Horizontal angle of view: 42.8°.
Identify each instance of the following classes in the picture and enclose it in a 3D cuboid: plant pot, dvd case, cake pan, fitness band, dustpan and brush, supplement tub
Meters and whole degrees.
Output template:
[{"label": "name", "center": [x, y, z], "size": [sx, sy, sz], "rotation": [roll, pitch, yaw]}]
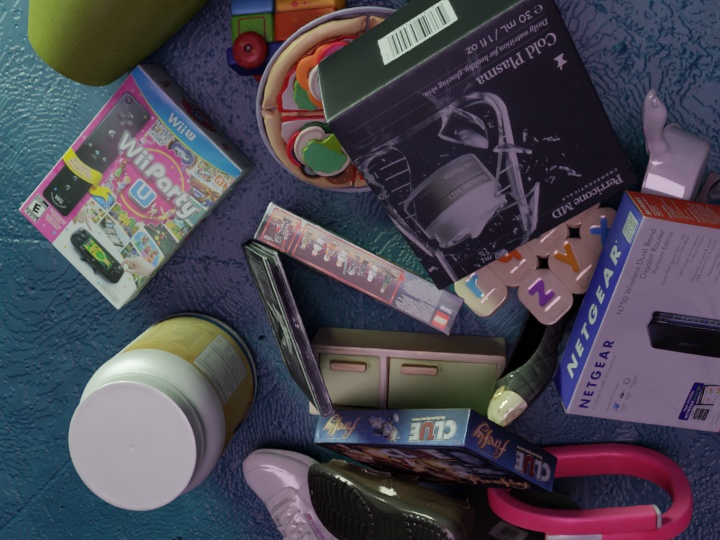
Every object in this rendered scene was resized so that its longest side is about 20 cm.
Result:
[{"label": "plant pot", "center": [-0.224, -0.276, 0.850], "size": [0.187, 0.187, 0.200], "rotation": [40, 119, -3]}, {"label": "dvd case", "center": [-0.073, 0.048, 0.883], "size": [0.016, 0.200, 0.151], "rotation": [-21, 100, -10]}, {"label": "cake pan", "center": [0.144, 0.274, 0.896], "size": [0.196, 0.201, 0.037], "rotation": [-4, 113, 8]}, {"label": "fitness band", "center": [0.223, 0.217, 0.902], "size": [0.196, 0.144, 0.038], "rotation": [-3, 109, 3]}, {"label": "dustpan and brush", "center": [0.265, -0.088, 0.796], "size": [0.056, 0.201, 0.141], "rotation": [20, 70, 20]}, {"label": "supplement tub", "center": [-0.191, 0.135, 0.912], "size": [0.142, 0.200, 0.148], "rotation": [2, 103, 7]}]

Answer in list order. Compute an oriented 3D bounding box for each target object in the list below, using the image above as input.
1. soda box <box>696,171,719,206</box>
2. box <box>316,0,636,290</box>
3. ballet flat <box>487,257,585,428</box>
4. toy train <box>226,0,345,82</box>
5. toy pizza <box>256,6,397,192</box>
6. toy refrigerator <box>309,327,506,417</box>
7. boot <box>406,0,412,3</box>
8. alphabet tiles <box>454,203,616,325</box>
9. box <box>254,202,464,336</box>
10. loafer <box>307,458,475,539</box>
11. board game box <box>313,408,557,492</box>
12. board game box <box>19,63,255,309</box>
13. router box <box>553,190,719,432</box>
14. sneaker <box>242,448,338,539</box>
[{"label": "soda box", "center": [0.327, 0.013, 0.882], "size": [0.063, 0.068, 0.203], "rotation": [21, 105, -2]}, {"label": "box", "center": [0.097, -0.127, 0.784], "size": [0.198, 0.125, 0.197], "rotation": [-29, 124, 13]}, {"label": "ballet flat", "center": [0.160, 0.064, 0.873], "size": [0.057, 0.201, 0.066], "rotation": [40, 146, -13]}, {"label": "toy train", "center": [-0.029, -0.249, 0.874], "size": [0.196, 0.085, 0.118], "rotation": [-4, 89, 8]}, {"label": "toy pizza", "center": [0.001, -0.149, 0.859], "size": [0.196, 0.032, 0.202], "rotation": [-6, 133, -6]}, {"label": "toy refrigerator", "center": [0.049, 0.109, 0.942], "size": [0.196, 0.070, 0.077], "rotation": [4, 103, 7]}, {"label": "boot", "center": [0.015, -0.323, 0.845], "size": [0.165, 0.076, 0.204], "rotation": [8, 97, 2]}, {"label": "alphabet tiles", "center": [0.157, -0.056, 0.875], "size": [0.200, 0.015, 0.196], "rotation": [-45, 67, 8]}, {"label": "box", "center": [0.000, 0.000, 0.887], "size": [0.197, 0.137, 0.040], "rotation": [27, 90, 1]}, {"label": "loafer", "center": [0.030, 0.236, 0.909], "size": [0.198, 0.070, 0.074], "rotation": [15, 113, 38]}, {"label": "board game box", "center": [0.068, 0.171, 0.880], "size": [0.135, 0.198, 0.035], "rotation": [32, 63, -35]}, {"label": "board game box", "center": [-0.228, -0.086, 0.940], "size": [0.147, 0.064, 0.200], "rotation": [44, 103, -4]}, {"label": "router box", "center": [0.284, 0.043, 0.800], "size": [0.176, 0.049, 0.203], "rotation": [7, 120, -10]}, {"label": "sneaker", "center": [-0.051, 0.270, 0.972], "size": [0.200, 0.100, 0.075], "rotation": [42, 124, -2]}]
